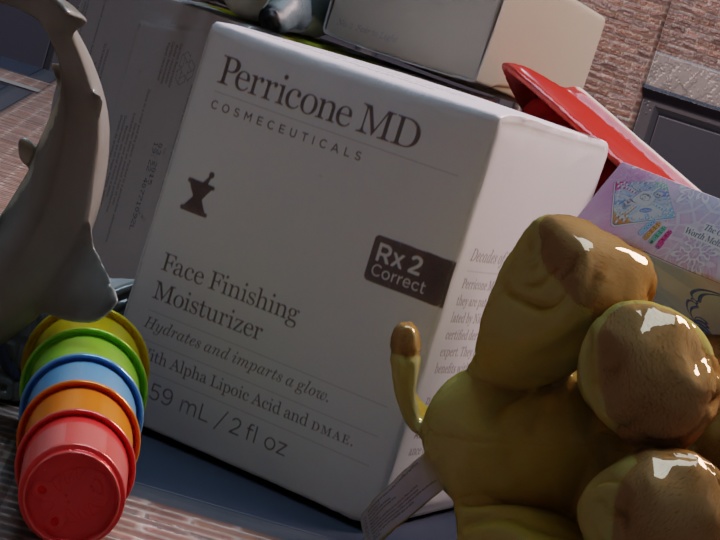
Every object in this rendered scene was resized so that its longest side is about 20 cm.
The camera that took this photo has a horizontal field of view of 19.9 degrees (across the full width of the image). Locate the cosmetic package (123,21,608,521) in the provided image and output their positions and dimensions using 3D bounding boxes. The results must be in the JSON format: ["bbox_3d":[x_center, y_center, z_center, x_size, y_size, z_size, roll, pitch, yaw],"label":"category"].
[{"bbox_3d":[0.000,0.000,1.030,0.164,0.201,0.165,20,7,23],"label":"cosmetic package"}]

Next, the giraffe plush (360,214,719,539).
[{"bbox_3d":[0.119,0.080,0.878,0.161,0.174,0.200,5,-20,-34],"label":"giraffe plush"}]

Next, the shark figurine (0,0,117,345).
[{"bbox_3d":[-0.130,-0.026,0.881,0.128,0.215,0.090,-2,36,-44],"label":"shark figurine"}]

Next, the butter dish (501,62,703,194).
[{"bbox_3d":[0.126,0.006,1.152,0.200,0.148,0.199,43,0,18],"label":"butter dish"}]

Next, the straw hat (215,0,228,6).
[{"bbox_3d":[-0.065,-0.206,1.251,0.200,0.086,0.201,14,-21,6],"label":"straw hat"}]

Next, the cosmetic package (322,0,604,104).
[{"bbox_3d":[0.067,-0.147,1.223,0.103,0.074,0.200,21,6,22],"label":"cosmetic package"}]

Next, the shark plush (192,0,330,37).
[{"bbox_3d":[-0.020,-0.176,1.183,0.199,0.084,0.091,9,11,-45],"label":"shark plush"}]

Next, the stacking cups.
[{"bbox_3d":[-0.112,0.062,0.848,0.060,0.061,0.200,16,8,-11],"label":"stacking cups"}]

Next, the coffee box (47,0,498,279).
[{"bbox_3d":[-0.068,-0.052,1.266,0.197,0.201,0.200,12,8,-37],"label":"coffee box"}]

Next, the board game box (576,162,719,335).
[{"bbox_3d":[0.216,0.051,0.931,0.199,0.043,0.200,26,-18,49],"label":"board game box"}]

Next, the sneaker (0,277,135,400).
[{"bbox_3d":[-0.172,0.026,1.017,0.087,0.075,0.200,8,-6,31],"label":"sneaker"}]
